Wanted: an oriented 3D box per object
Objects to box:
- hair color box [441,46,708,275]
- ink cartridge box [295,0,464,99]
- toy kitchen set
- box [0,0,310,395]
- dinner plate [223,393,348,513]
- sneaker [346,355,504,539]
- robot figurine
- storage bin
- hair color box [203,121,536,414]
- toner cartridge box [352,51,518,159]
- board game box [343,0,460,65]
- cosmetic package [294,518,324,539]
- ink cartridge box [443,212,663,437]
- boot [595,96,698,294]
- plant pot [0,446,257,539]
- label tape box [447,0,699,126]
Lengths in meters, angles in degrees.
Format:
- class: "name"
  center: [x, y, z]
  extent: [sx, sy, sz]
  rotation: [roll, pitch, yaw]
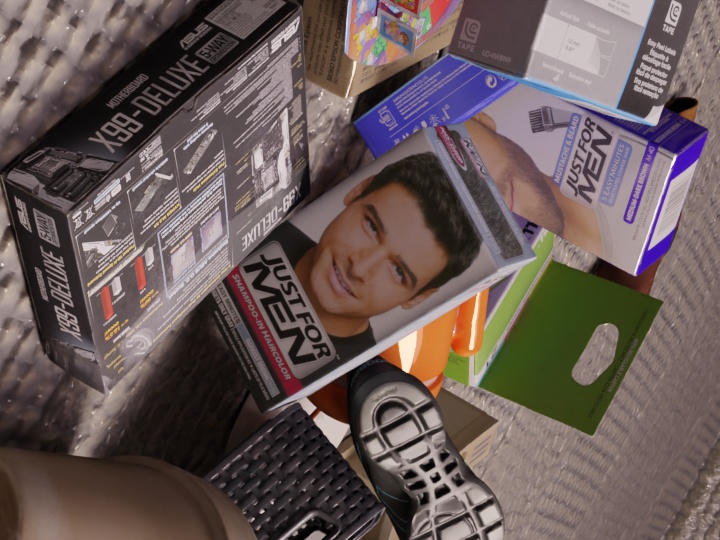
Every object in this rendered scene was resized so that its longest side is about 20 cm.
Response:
- class: "hair color box"
  center: [0.148, -0.093, 1.223]
  extent: [0.065, 0.200, 0.110]
  rotation: [-33, 144, -46]
- class: "ink cartridge box"
  center: [0.032, -0.217, 1.002]
  extent: [0.200, 0.075, 0.165]
  rotation: [-34, 143, -47]
- class: "toy kitchen set"
  center: [0.060, 0.250, 1.478]
  extent: [0.180, 0.163, 0.201]
  rotation: [-29, 142, -52]
- class: "box"
  center: [-0.107, -0.049, 0.932]
  extent: [0.200, 0.050, 0.158]
  rotation: [-47, 154, -31]
- class: "dinner plate"
  center: [-0.042, 0.115, 1.293]
  extent: [0.200, 0.024, 0.201]
  rotation: [-47, 153, -33]
- class: "sneaker"
  center: [0.043, 0.139, 1.128]
  extent: [0.075, 0.079, 0.201]
  rotation: [-25, 117, -8]
- class: "robot figurine"
  center: [0.011, 0.028, 1.177]
  extent: [0.144, 0.116, 0.201]
  rotation: [-21, 128, -50]
- class: "storage bin"
  center: [-0.065, 0.177, 1.123]
  extent: [0.135, 0.094, 0.200]
  rotation: [-39, 171, -8]
- class: "hair color box"
  center: [0.000, 0.000, 1.027]
  extent: [0.200, 0.099, 0.061]
  rotation: [-33, 171, 29]
- class: "toner cartridge box"
  center: [0.091, -0.142, 1.109]
  extent: [0.200, 0.043, 0.095]
  rotation: [-32, -178, 44]
- class: "board game box"
  center: [0.056, -0.204, 0.919]
  extent: [0.158, 0.039, 0.201]
  rotation: [-40, 148, -40]
- class: "cosmetic package"
  center: [0.001, 0.291, 1.351]
  extent: [0.074, 0.200, 0.102]
  rotation: [-49, 154, -27]
- class: "ink cartridge box"
  center: [0.123, 0.020, 1.283]
  extent: [0.148, 0.199, 0.076]
  rotation: [-56, 158, -29]
- class: "boot"
  center: [0.317, -0.066, 1.785]
  extent: [0.188, 0.068, 0.200]
  rotation: [-43, 150, -37]
- class: "plant pot"
  center: [-0.178, 0.181, 0.900]
  extent: [0.200, 0.200, 0.173]
  rotation: [-59, 141, -6]
- class: "label tape box"
  center: [0.145, -0.197, 0.946]
  extent: [0.143, 0.066, 0.201]
  rotation: [11, 102, -48]
